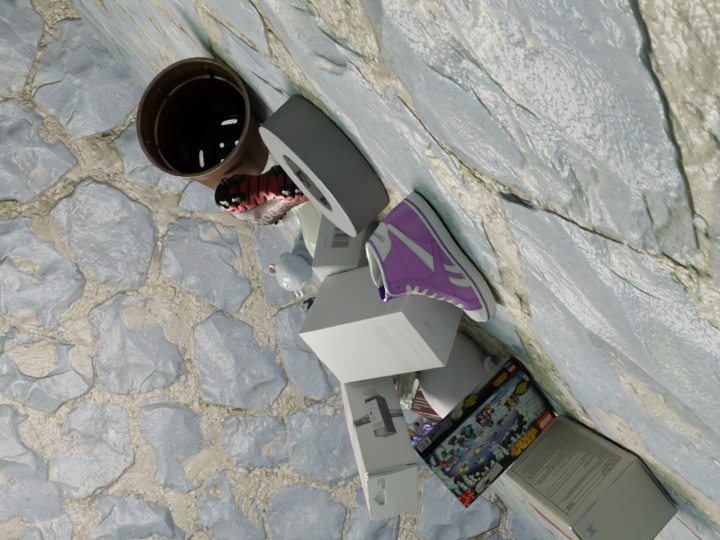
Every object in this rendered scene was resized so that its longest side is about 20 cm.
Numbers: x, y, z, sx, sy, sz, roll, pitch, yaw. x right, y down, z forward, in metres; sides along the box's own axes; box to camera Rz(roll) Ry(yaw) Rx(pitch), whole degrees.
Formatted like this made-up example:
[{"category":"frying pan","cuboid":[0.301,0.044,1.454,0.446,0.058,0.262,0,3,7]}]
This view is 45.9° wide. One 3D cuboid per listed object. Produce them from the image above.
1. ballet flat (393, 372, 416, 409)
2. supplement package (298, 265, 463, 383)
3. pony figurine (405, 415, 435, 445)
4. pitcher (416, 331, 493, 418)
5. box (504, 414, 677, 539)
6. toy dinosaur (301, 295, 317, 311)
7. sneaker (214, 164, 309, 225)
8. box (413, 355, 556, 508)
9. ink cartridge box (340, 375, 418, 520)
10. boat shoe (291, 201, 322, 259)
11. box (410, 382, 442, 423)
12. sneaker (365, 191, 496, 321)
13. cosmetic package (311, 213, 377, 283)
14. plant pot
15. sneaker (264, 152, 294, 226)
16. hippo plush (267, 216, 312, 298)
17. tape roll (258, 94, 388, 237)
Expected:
[{"category":"ballet flat","cuboid":[0.062,0.169,1.404,0.072,0.071,0.202,42,149,31]},{"category":"supplement package","cuboid":[0.031,0.071,1.249,0.198,0.121,0.122,-14,128,38]},{"category":"pony figurine","cuboid":[0.186,0.315,1.701,0.193,0.200,0.166,47,172,-9]},{"category":"pitcher","cuboid":[0.191,0.195,1.395,0.121,0.171,0.202,-10,-111,-59]},{"category":"box","cuboid":[0.311,0.304,1.172,0.109,0.128,0.200,48,174,-16]},{"category":"toy dinosaur","cuboid":[-0.054,0.072,1.487,0.047,0.087,0.204,17,-125,-44]},{"category":"sneaker","cuboid":[-0.139,-0.125,1.421,0.098,0.197,0.072,55,-151,-56]},{"category":"box","cuboid":[0.190,0.243,1.274,0.137,0.200,0.040,50,175,-33]},{"category":"ink cartridge box","cuboid":[0.028,0.258,1.319,0.147,0.083,0.202,85,173,-48]},{"category":"boat shoe","cuboid":[-0.072,-0.091,1.469,0.060,0.072,0.204,-27,-93,-53]},{"category":"box","cuboid":[0.198,0.263,1.558,0.199,0.076,0.099,33,162,-33]},{"category":"sneaker","cuboid":[0.079,0.014,1.045,0.201,0.114,0.072,49,171,-24]},{"category":"cosmetic package","cuboid":[0.000,0.000,1.393,0.083,0.109,0.201,-2,148,20]},{"category":"plant pot","cuboid":[-0.256,-0.233,1.471,0.200,0.200,0.198,45,-179,14]},{"category":"sneaker","cuboid":[-0.166,-0.154,1.607,0.074,0.116,0.200,49,175,-36]},{"category":"hippo plush","cuboid":[-0.130,-0.045,1.804,0.160,0.161,0.200,47,173,-4]},{"category":"tape roll","cuboid":[-0.051,-0.142,1.174,0.201,0.066,0.200,47,174,7]}]
